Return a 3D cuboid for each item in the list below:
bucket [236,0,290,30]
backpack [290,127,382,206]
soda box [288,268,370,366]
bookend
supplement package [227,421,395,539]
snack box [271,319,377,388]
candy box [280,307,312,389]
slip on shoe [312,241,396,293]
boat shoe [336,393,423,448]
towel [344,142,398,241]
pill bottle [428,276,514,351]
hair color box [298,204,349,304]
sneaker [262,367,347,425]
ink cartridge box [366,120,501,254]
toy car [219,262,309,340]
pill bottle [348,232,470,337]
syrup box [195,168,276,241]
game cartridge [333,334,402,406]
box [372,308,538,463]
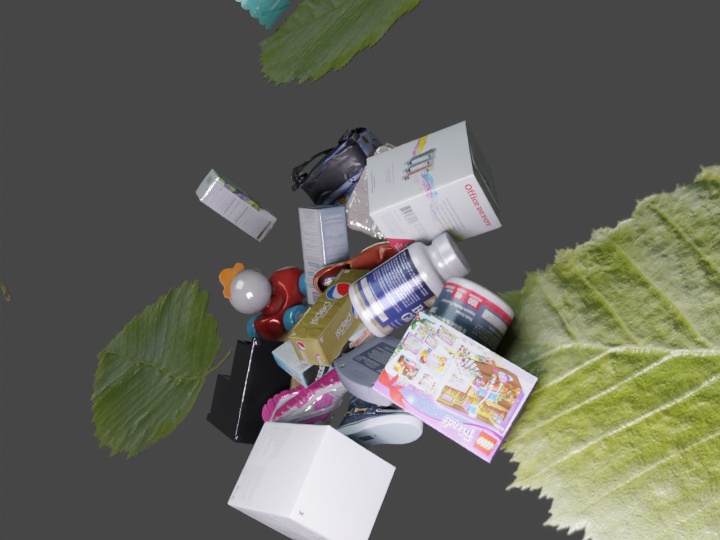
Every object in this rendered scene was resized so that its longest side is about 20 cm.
[{"bbox_3d":[-0.363,-1.002,3.415,0.135,0.207,0.208,-45,29,12],"label":"bucket"},{"bbox_3d":[-0.021,-0.223,2.021,0.199,0.154,0.191,-33,13,30],"label":"backpack"},{"bbox_3d":[-0.045,0.082,1.682,0.067,0.064,0.200,2,39,34],"label":"soda box"},{"bbox_3d":[-0.217,0.224,1.827,0.200,0.091,0.200,7,87,65],"label":"bookend"},{"bbox_3d":[-0.080,0.346,1.491,0.199,0.150,0.153,-10,50,54],"label":"supplement package"},{"bbox_3d":[-0.054,0.127,1.719,0.199,0.037,0.116,-35,31,-18],"label":"snack box"},{"bbox_3d":[-0.094,0.170,1.815,0.116,0.055,0.200,-49,29,9],"label":"candy box"},{"bbox_3d":[0.000,0.000,1.787,0.199,0.075,0.061,-19,9,7],"label":"slip on shoe"},{"bbox_3d":[0.033,0.233,1.525,0.200,0.071,0.091,-22,43,48],"label":"boat shoe"},{"bbox_3d":[0.057,-0.156,1.879,0.201,0.132,0.035,-63,-12,-15],"label":"towel"},{"bbox_3d":[0.141,0.122,1.430,0.201,0.119,0.119,-60,28,-10],"label":"pill bottle"},{"bbox_3d":[-0.070,-0.029,1.875,0.099,0.060,0.202,11,108,61],"label":"hair color box"},{"bbox_3d":[-0.077,0.238,1.690,0.199,0.089,0.081,-31,30,-4],"label":"sneaker"},{"bbox_3d":[0.130,-0.139,1.643,0.199,0.146,0.145,-18,47,19],"label":"ink cartridge box"},{"bbox_3d":[-0.210,0.041,1.987,0.184,0.200,0.178,-14,47,51],"label":"toy car"},{"bbox_3d":[0.088,0.021,1.620,0.199,0.111,0.111,-33,32,14],"label":"pill bottle"},{"bbox_3d":[-0.320,-0.167,2.395,0.082,0.199,0.079,-52,28,6],"label":"syrup box"},{"bbox_3d":[0.039,0.167,1.564,0.133,0.042,0.200,-31,21,-18],"label":"game cartridge"},{"bbox_3d":[0.135,0.165,1.336,0.137,0.199,0.039,-57,-16,-7],"label":"box"}]
